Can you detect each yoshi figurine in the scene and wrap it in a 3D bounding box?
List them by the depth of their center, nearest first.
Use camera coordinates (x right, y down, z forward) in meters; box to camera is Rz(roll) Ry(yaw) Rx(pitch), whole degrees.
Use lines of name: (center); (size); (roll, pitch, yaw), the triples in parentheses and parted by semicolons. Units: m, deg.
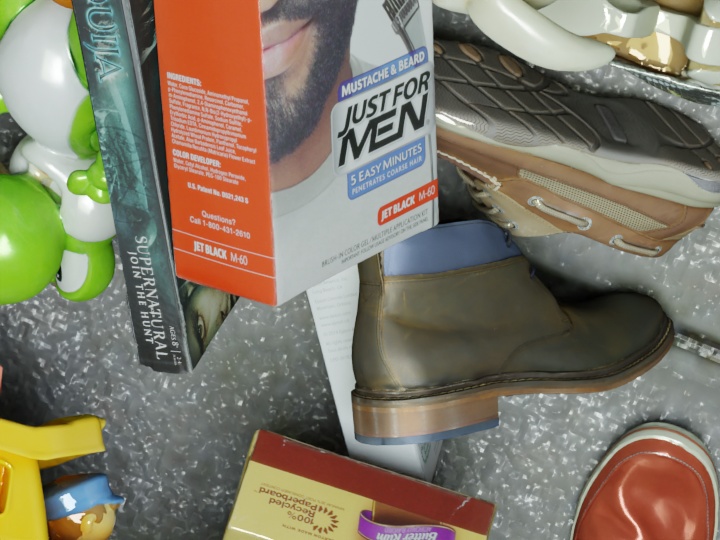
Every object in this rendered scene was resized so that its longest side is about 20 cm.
yoshi figurine: (-0.147, -0.060, 1.061); (0.112, 0.112, 0.200); (-2, 127, -7)

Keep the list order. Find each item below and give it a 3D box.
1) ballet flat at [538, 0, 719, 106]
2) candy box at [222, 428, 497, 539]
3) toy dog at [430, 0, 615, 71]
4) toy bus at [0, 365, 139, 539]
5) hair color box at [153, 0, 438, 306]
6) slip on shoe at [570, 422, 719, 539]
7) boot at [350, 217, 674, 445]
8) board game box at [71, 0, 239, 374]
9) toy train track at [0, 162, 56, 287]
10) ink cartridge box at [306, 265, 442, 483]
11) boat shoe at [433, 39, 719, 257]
ballet flat: (0.139, -0.114, 1.109); (0.200, 0.072, 0.072); (16, 109, 0)
candy box: (-0.014, 0.152, 1.156); (0.116, 0.057, 0.200); (18, 151, -1)
toy dog: (0.106, -0.191, 1.036); (0.194, 0.200, 0.140); (60, 148, 23)
toy bus: (-0.171, 0.108, 1.059); (0.200, 0.136, 0.192); (13, 73, -23)
hair color box: (-0.025, -0.100, 0.979); (0.064, 0.111, 0.200); (15, 119, 37)
slip on shoe: (0.130, 0.171, 1.207); (0.074, 0.061, 0.200); (19, 107, 1)
boot: (0.073, 0.012, 1.109); (0.075, 0.200, 0.097); (2, 104, 45)
board game box: (-0.073, -0.075, 1.031); (0.028, 0.135, 0.200); (5, 124, 19)
toy train track: (-0.183, -0.052, 1.125); (0.115, 0.033, 0.200); (-52, 134, -12)
ink cartridge box: (0.000, 0.000, 1.144); (0.039, 0.099, 0.200); (-9, 106, 12)
boat shoe: (0.080, -0.048, 1.112); (0.200, 0.076, 0.072); (16, 122, -22)
